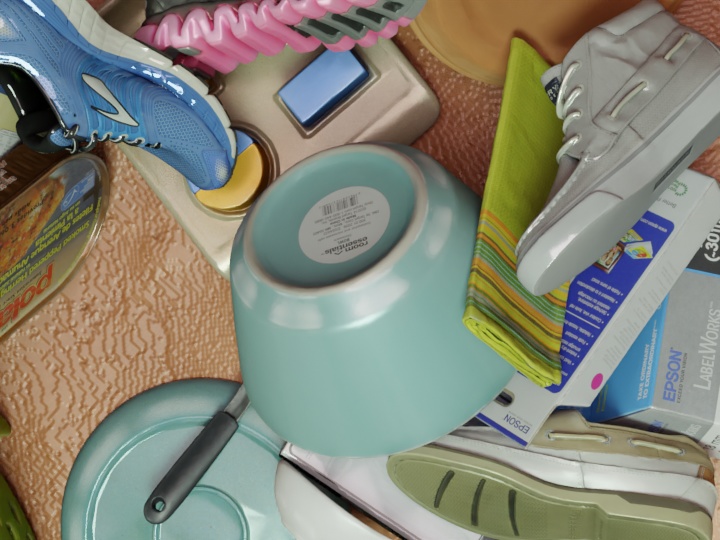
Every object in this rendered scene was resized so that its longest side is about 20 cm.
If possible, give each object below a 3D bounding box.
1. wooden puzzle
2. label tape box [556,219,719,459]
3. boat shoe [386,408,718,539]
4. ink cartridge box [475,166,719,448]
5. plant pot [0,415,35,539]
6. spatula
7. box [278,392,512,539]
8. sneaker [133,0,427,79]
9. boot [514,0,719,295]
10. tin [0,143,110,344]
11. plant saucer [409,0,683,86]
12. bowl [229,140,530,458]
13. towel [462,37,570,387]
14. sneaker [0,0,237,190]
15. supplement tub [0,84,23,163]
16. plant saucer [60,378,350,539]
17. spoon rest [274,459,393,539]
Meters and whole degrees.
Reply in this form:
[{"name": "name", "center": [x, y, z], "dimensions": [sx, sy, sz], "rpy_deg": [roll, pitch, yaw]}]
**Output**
[{"name": "wooden puzzle", "center": [-0.076, -0.122, 1.083], "dimensions": [0.185, 0.046, 0.200], "rpy_deg": [-39, 90, 5]}, {"name": "label tape box", "center": [0.216, 0.037, 1.039], "dimensions": [0.198, 0.063, 0.145], "rpy_deg": [13, 68, 2]}, {"name": "boat shoe", "center": [0.117, 0.123, 1.014], "dimensions": [0.198, 0.075, 0.069], "rpy_deg": [13, 53, 5]}, {"name": "ink cartridge box", "center": [0.132, 0.014, 1.024], "dimensions": [0.094, 0.037, 0.201], "rpy_deg": [29, 78, 43]}, {"name": "plant pot", "center": [-0.314, 0.177, 1.045], "dimensions": [0.198, 0.199, 0.183], "rpy_deg": [-9, 87, 4]}, {"name": "spatula", "center": [-0.077, 0.082, 1.084], "dimensions": [0.056, 0.021, 0.201], "rpy_deg": [34, 85, 19]}, {"name": "box", "center": [0.060, 0.125, 1.070], "dimensions": [0.199, 0.060, 0.117], "rpy_deg": [35, 81, 1]}, {"name": "sneaker", "center": [-0.052, -0.179, 1.012], "dimensions": [0.198, 0.079, 0.096], "rpy_deg": [-7, 73, 23]}, {"name": "boot", "center": [0.137, -0.077, 0.983], "dimensions": [0.095, 0.074, 0.200], "rpy_deg": [42, 67, 16]}, {"name": "tin", "center": [-0.229, -0.006, 1.035], "dimensions": [0.042, 0.200, 0.113], "rpy_deg": [24, 134, 20]}, {"name": "plant saucer", "center": [0.118, -0.191, 1.013], "dimensions": [0.198, 0.038, 0.201], "rpy_deg": [-6, 132, -6]}, {"name": "bowl", "center": [0.000, 0.000, 1.002], "dimensions": [0.199, 0.202, 0.105], "rpy_deg": [-25, 135, 5]}, {"name": "towel", "center": [0.104, -0.037, 0.995], "dimensions": [0.018, 0.086, 0.202], "rpy_deg": [-13, 53, 38]}, {"name": "sneaker", "center": [-0.162, -0.098, 0.998], "dimensions": [0.199, 0.078, 0.090], "rpy_deg": [33, 70, -28]}, {"name": "supplement tub", "center": [-0.295, -0.074, 1.050], "dimensions": [0.143, 0.144, 0.201], "rpy_deg": [27, 95, 2]}, {"name": "plant saucer", "center": [-0.106, 0.174, 1.112], "dimensions": [0.198, 0.027, 0.202], "rpy_deg": [0, 93, 4]}, {"name": "spoon rest", "center": [0.020, 0.188, 1.034], "dimensions": [0.061, 0.099, 0.200], "rpy_deg": [-43, 75, -7]}]
